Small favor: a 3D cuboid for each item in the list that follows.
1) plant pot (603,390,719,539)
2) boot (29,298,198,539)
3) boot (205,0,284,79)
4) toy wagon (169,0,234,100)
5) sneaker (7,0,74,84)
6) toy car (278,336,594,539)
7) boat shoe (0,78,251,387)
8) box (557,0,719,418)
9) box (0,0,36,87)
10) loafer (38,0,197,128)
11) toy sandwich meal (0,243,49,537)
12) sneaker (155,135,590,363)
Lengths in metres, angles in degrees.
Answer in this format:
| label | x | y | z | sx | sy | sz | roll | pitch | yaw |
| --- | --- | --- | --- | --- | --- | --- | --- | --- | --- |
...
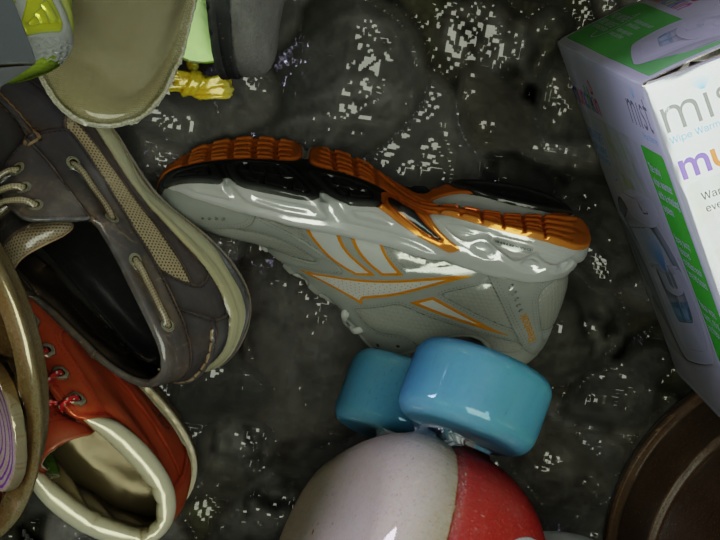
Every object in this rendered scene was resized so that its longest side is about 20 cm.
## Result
| label | x | y | z | sx | sy | sz | roll | pitch | yaw |
| --- | --- | --- | --- | --- | --- | --- | --- | --- | --- |
| plant pot | 0.225 | 0.154 | 1.097 | 0.200 | 0.198 | 0.200 | -1 | 100 | -4 |
| boot | -0.150 | 0.044 | 1.092 | 0.075 | 0.107 | 0.200 | -44 | 98 | 7 |
| boot | 0.004 | -0.173 | 1.040 | 0.132 | 0.070 | 0.200 | 7 | 101 | -2 |
| toy wagon | -0.064 | -0.178 | 1.092 | 0.155 | 0.040 | 0.200 | 9 | 100 | -6 |
| sneaker | -0.195 | -0.115 | 1.018 | 0.200 | 0.076 | 0.105 | -13 | 86 | 41 |
| toy car | 0.070 | 0.152 | 1.057 | 0.200 | 0.177 | 0.184 | 24 | 78 | -14 |
| boat shoe | -0.136 | -0.026 | 1.072 | 0.200 | 0.073 | 0.075 | 40 | 118 | 6 |
| box | 0.173 | -0.030 | 1.058 | 0.097 | 0.200 | 0.177 | -22 | 102 | -1 |
| box | -0.232 | -0.108 | 0.967 | 0.200 | 0.041 | 0.156 | -29 | 79 | 34 |
| loafer | -0.101 | -0.131 | 0.999 | 0.076 | 0.068 | 0.200 | 7 | 132 | -7 |
| toy sandwich meal | -0.216 | 0.034 | 1.047 | 0.070 | 0.205 | 0.205 | -21 | 105 | -42 |
| sneaker | 0.000 | 0.000 | 1.116 | 0.200 | 0.076 | 0.092 | 13 | 112 | -1 |
